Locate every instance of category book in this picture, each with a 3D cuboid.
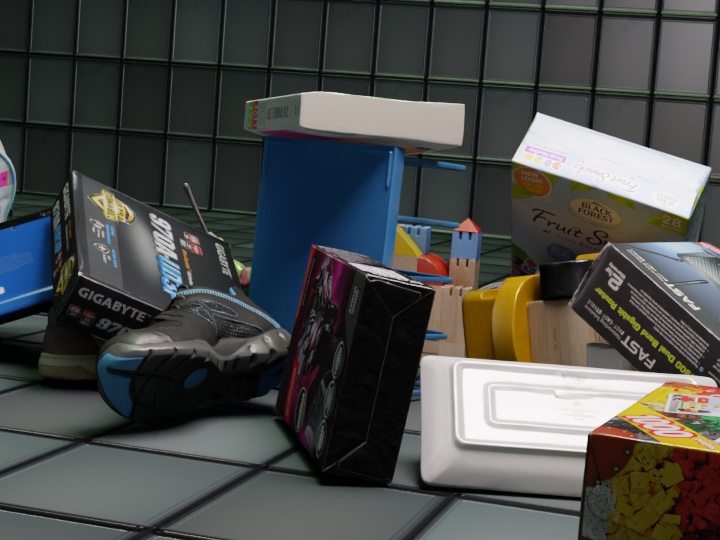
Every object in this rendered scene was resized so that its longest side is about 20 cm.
[{"bbox_3d":[-0.012,-0.121,1.206,0.132,0.049,0.200,4,4,-18],"label":"book"}]

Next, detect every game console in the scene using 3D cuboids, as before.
[{"bbox_3d":[-0.332,0.030,1.276,0.198,0.119,0.171,-18,42,-14],"label":"game console"}]

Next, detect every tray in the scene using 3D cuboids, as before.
[{"bbox_3d":[0.137,0.094,0.929,0.198,0.022,0.108,5,42,-2],"label":"tray"}]

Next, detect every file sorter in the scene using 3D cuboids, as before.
[{"bbox_3d":[0.000,0.000,1.213,0.138,0.202,0.122,9,3,39],"label":"file sorter"}]

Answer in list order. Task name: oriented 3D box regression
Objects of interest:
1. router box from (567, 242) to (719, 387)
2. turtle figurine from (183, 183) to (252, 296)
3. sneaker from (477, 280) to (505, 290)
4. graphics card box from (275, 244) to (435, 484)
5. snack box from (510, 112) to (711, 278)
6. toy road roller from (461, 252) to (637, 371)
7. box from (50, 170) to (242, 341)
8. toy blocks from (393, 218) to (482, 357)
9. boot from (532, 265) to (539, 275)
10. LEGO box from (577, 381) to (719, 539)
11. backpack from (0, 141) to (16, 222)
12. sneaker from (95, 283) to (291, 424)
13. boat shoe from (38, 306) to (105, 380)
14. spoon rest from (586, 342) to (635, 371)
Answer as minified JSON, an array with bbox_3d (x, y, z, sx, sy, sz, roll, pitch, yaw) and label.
[{"bbox_3d":[0.269,0.059,1.060,0.149,0.062,0.200,-2,38,-47],"label":"router box"},{"bbox_3d":[-0.090,-0.024,1.519,0.144,0.200,0.194,-40,2,-24],"label":"turtle figurine"},{"bbox_3d":[0.194,0.050,1.482,0.198,0.075,0.087,12,2,22],"label":"sneaker"},{"bbox_3d":[-0.008,0.056,0.978,0.050,0.127,0.200,13,4,-14],"label":"graphics card box"},{"bbox_3d":[0.225,-0.037,1.363,0.167,0.068,0.201,20,-31,19],"label":"snack box"},{"bbox_3d":[0.177,0.050,1.256,0.145,0.124,0.199,-6,-2,39],"label":"toy road roller"},{"bbox_3d":[-0.171,0.006,1.196,0.158,0.046,0.200,26,18,-23],"label":"box"},{"bbox_3d":[0.033,0.015,1.386,0.198,0.138,0.100,5,6,14],"label":"toy blocks"},{"bbox_3d":[0.168,0.042,1.400,0.073,0.097,0.199,7,4,-32],"label":"boot"},{"bbox_3d":[0.210,0.117,0.775,0.147,0.078,0.200,6,6,22],"label":"LEGO box"},{"bbox_3d":[-0.435,-0.061,1.483,0.174,0.202,0.153,4,21,-23],"label":"backpack"},{"bbox_3d":[-0.126,0.055,1.043,0.082,0.073,0.199,50,22,20],"label":"sneaker"},{"bbox_3d":[-0.202,0.049,1.216,0.071,0.066,0.200,6,5,18],"label":"boat shoe"},{"bbox_3d":[0.134,0.107,1.007,0.099,0.061,0.199,6,19,34],"label":"spoon rest"}]
